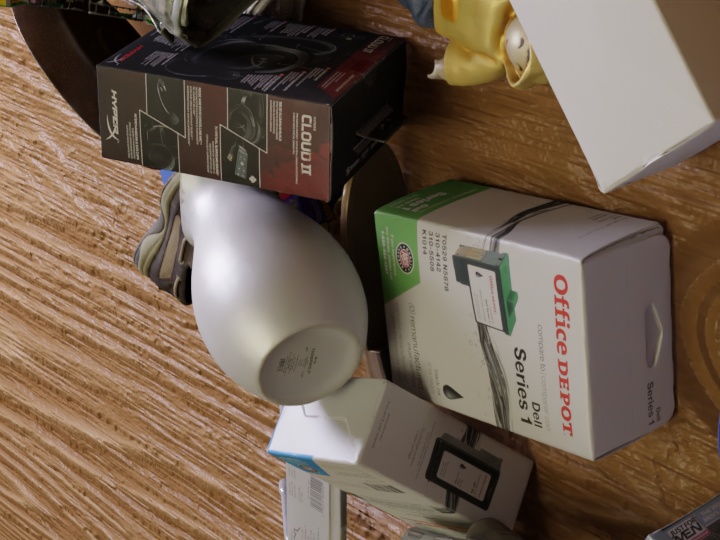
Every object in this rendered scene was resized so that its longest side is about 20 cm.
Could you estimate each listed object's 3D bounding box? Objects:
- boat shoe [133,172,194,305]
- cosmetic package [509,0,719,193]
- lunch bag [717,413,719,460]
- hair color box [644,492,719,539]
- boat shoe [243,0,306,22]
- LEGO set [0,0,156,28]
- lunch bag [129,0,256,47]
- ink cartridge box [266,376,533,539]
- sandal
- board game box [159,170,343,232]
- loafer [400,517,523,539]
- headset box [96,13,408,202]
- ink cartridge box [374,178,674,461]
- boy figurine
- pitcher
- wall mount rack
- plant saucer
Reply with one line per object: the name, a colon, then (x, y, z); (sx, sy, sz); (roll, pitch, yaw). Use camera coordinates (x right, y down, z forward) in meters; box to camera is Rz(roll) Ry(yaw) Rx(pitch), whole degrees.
boat shoe: (-0.124, -0.039, 1.275); (0.073, 0.074, 0.200); (47, 145, 8)
cosmetic package: (0.156, -0.162, 0.912); (0.108, 0.085, 0.200); (-32, 82, 54)
lunch bag: (0.280, 0.086, 0.803); (0.124, 0.170, 0.201); (-23, 90, 49)
hair color box: (0.203, 0.235, 1.029); (0.061, 0.099, 0.200); (47, 138, 26)
boat shoe: (-0.084, -0.175, 1.222); (0.069, 0.071, 0.200); (48, 137, 29)
LEGO set: (-0.209, -0.280, 1.235); (0.199, 0.154, 0.116); (12, 124, 5)
lunch bag: (-0.116, -0.277, 1.106); (0.200, 0.118, 0.164); (-51, 59, 6)
ink cartridge box: (0.045, 0.148, 1.166); (0.116, 0.200, 0.068); (-1, 63, 52)
sandal: (-0.004, 0.002, 1.198); (0.069, 0.078, 0.212); (8, 118, 40)
board game box: (-0.088, -0.042, 1.313); (0.200, 0.045, 0.135); (-4, 103, 52)
loafer: (0.090, 0.205, 1.079); (0.200, 0.070, 0.070); (-9, 143, 46)
headset box: (-0.066, -0.124, 1.115); (0.199, 0.149, 0.077); (12, 120, 17)
ink cartridge box: (0.110, 0.029, 1.061); (0.200, 0.084, 0.147); (15, 119, 48)
boy figurine: (0.073, -0.174, 1.031); (0.200, 0.064, 0.125); (44, 134, 35)
pitcher: (-0.074, 0.021, 1.150); (0.200, 0.121, 0.172); (-120, 30, -43)
wall mount rack: (-0.036, 0.185, 1.340); (0.174, 0.074, 0.201); (25, 125, 39)
plant saucer: (-0.214, -0.175, 1.307); (0.034, 0.200, 0.201); (-35, 75, 14)
